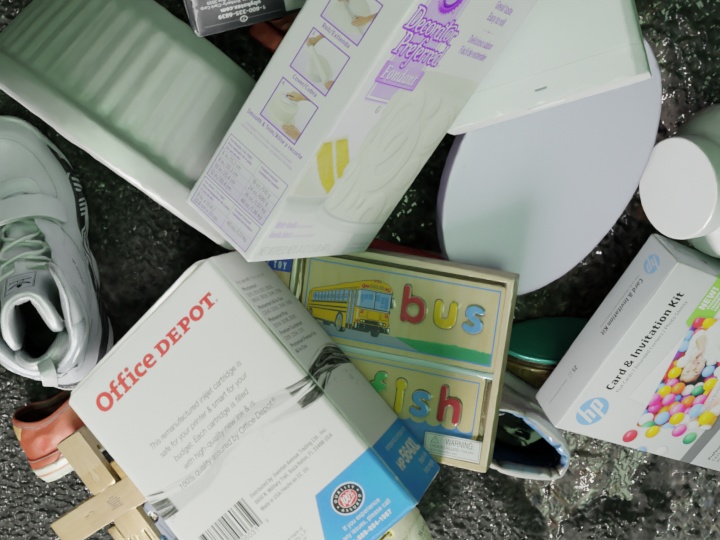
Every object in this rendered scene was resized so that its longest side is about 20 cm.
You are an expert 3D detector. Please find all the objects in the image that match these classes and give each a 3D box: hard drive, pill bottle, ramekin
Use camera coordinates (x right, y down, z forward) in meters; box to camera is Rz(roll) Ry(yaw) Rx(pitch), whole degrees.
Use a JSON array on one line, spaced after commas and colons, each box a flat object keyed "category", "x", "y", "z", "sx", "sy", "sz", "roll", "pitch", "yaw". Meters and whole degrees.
[{"category": "hard drive", "x": 0.095, "y": -0.201, "z": 0.654, "sx": 0.131, "sy": 0.026, "sz": 0.202, "roll": -14, "pitch": 86, "yaw": 22}, {"category": "pill bottle", "x": 0.297, "y": -0.069, "z": 0.752, "sx": 0.198, "sy": 0.111, "sz": 0.112, "roll": -8, "pitch": 109, "yaw": -30}, {"category": "ramekin", "x": -0.138, "y": -0.108, "z": 0.667, "sx": 0.202, "sy": 0.202, "sz": 0.095, "roll": 35, "pitch": 88, "yaw": -16}]

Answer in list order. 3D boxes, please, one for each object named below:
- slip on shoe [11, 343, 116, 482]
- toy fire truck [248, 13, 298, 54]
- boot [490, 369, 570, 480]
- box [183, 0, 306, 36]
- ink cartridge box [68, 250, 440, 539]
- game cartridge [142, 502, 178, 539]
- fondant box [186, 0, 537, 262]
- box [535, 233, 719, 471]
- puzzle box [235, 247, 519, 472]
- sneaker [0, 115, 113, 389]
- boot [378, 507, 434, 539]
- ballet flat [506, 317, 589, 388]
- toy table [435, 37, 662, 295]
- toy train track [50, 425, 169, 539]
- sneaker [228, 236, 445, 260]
[{"category": "slip on shoe", "x": -0.177, "y": 0.081, "z": 0.779, "sx": 0.199, "sy": 0.074, "sz": 0.061, "roll": -35, "pitch": 105, "yaw": 7}, {"category": "toy fire truck", "x": 0.001, "y": -0.164, "z": 0.727, "sx": 0.140, "sy": 0.049, "sz": 0.201, "roll": 36, "pitch": 98, "yaw": -3}, {"category": "boot", "x": 0.077, "y": 0.094, "z": 0.805, "sx": 0.198, "sy": 0.096, "sz": 0.074, "roll": 26, "pitch": 101, "yaw": -14}, {"category": "box", "x": -0.066, "y": -0.251, "z": 0.619, "sx": 0.121, "sy": 0.201, "sz": 0.107, "roll": -13, "pitch": 140, "yaw": -4}, {"category": "ink cartridge box", "x": -0.069, "y": 0.106, "z": 0.680, "sx": 0.146, "sy": 0.084, "sz": 0.200, "roll": -42, "pitch": 84, "yaw": 17}, {"category": "game cartridge", "x": -0.084, "y": 0.176, "z": 0.782, "sx": 0.133, "sy": 0.040, "sz": 0.200, "roll": 43, "pitch": 106, "yaw": 5}, {"category": "fondant box", "x": 0.005, "y": -0.101, "z": 0.604, "sx": 0.058, "sy": 0.144, "sz": 0.201, "roll": 41, "pitch": 110, "yaw": 19}, {"category": "box", "x": 0.255, "y": 0.070, "z": 0.794, "sx": 0.198, "sy": 0.041, "sz": 0.157, "roll": 19, "pitch": 115, "yaw": -29}, {"category": "puzzle box", "x": 0.003, "y": 0.051, "z": 0.711, "sx": 0.198, "sy": 0.025, "sz": 0.135, "roll": 9, "pitch": 98, "yaw": 16}, {"category": "sneaker", "x": -0.223, "y": -0.014, "z": 0.701, "sx": 0.074, "sy": 0.115, "sz": 0.202, "roll": -17, "pitch": 91, "yaw": -4}, {"category": "boot", "x": -0.051, "y": 0.207, "z": 0.834, "sx": 0.198, "sy": 0.072, "sz": 0.156, "roll": -24, "pitch": 107, "yaw": -2}, {"category": "ballet flat", "x": 0.201, "y": 0.072, "z": 0.844, "sx": 0.198, "sy": 0.068, "sz": 0.073, "roll": -11, "pitch": 126, "yaw": -10}, {"category": "toy table", "x": 0.119, "y": -0.089, "z": 0.748, "sx": 0.184, "sy": 0.117, "sz": 0.200, "roll": 41, "pitch": 96, "yaw": -17}, {"category": "toy train track", "x": -0.150, "y": 0.197, "z": 0.765, "sx": 0.114, "sy": 0.033, "sz": 0.201, "roll": -31, "pitch": 98, "yaw": 18}, {"category": "sneaker", "x": 0.000, "y": 0.000, "z": 0.758, "sx": 0.198, "sy": 0.087, "sz": 0.075, "roll": 11, "pitch": 91, "yaw": -1}]
